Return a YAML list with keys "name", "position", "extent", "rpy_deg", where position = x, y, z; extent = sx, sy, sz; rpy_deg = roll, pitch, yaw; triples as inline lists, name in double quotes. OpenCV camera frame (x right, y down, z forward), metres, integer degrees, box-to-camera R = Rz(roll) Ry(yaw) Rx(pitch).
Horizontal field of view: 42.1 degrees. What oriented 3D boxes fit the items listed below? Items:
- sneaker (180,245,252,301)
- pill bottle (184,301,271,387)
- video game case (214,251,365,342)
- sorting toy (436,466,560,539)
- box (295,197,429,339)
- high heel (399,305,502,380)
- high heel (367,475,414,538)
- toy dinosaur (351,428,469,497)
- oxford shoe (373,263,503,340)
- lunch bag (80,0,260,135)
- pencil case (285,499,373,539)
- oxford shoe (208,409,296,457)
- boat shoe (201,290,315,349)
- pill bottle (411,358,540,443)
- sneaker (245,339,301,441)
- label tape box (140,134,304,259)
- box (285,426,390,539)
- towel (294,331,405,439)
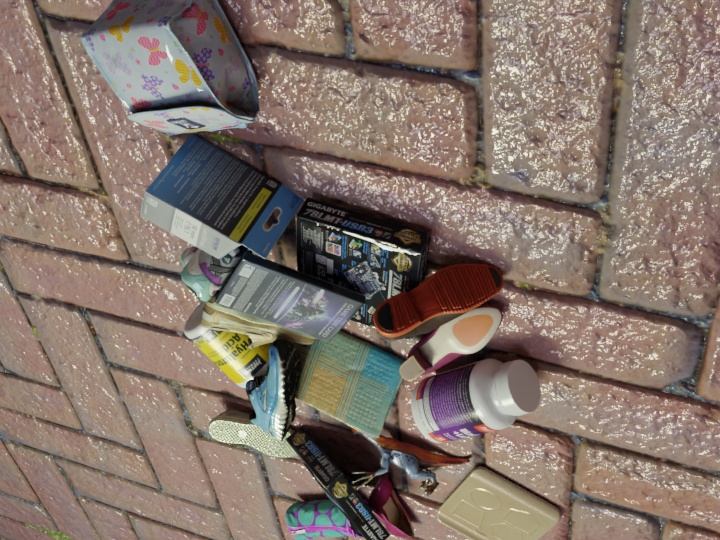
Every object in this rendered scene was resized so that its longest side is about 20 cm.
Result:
- name: "sneaker"
  position: [-0.218, -0.031, 1.511]
  extent: [0.140, 0.200, 0.078]
  rpy_deg: [-43, 110, 2]
- name: "pill bottle"
  position: [-0.207, 0.135, 1.655]
  extent: [0.111, 0.112, 0.200]
  rpy_deg: [-23, 119, 43]
- name: "video game case"
  position: [-0.110, 0.045, 1.439]
  extent: [0.198, 0.019, 0.143]
  rpy_deg: [20, 144, -17]
- name: "sorting toy"
  position: [0.260, 0.460, 1.780]
  extent: [0.184, 0.037, 0.201]
  rpy_deg: [28, 135, 1]
- name: "box"
  position: [0.000, 0.000, 1.431]
  extent: [0.196, 0.050, 0.201]
  rpy_deg: [16, 139, 12]
- name: "high heel"
  position: [0.151, 0.106, 1.472]
  extent: [0.200, 0.096, 0.068]
  rpy_deg: [-43, 84, 28]
- name: "high heel"
  position: [0.068, 0.477, 1.872]
  extent: [0.095, 0.068, 0.201]
  rpy_deg: [26, 146, 19]
- name: "toy dinosaur"
  position: [0.072, 0.334, 1.754]
  extent: [0.199, 0.105, 0.182]
  rpy_deg: [-38, 95, 8]
- name: "oxford shoe"
  position: [0.114, 0.047, 1.372]
  extent: [0.198, 0.072, 0.073]
  rpy_deg: [-20, 158, 0]
- name: "lunch bag"
  position: [-0.245, -0.266, 1.258]
  extent: [0.168, 0.128, 0.201]
  rpy_deg: [2, 139, 31]
- name: "pencil case"
  position: [-0.067, 0.532, 1.995]
  extent: [0.198, 0.092, 0.086]
  rpy_deg: [-17, 106, 38]
- name: "oxford shoe"
  position: [-0.208, 0.326, 1.899]
  extent: [0.197, 0.058, 0.076]
  rpy_deg: [14, 108, -2]
- name: "boat shoe"
  position: [-0.170, 0.096, 1.571]
  extent: [0.198, 0.072, 0.077]
  rpy_deg: [19, 99, -8]
- name: "pill bottle"
  position: [0.185, 0.205, 1.496]
  extent: [0.199, 0.112, 0.112]
  rpy_deg: [-24, 118, 44]
- name: "sneaker"
  position: [-0.156, 0.200, 1.579]
  extent: [0.089, 0.079, 0.202]
  rpy_deg: [17, 123, 11]
- name: "label tape box"
  position: [-0.203, -0.096, 1.390]
  extent: [0.198, 0.144, 0.066]
  rpy_deg: [30, 140, -1]
- name: "box"
  position: [-0.046, 0.423, 1.830]
  extent: [0.199, 0.050, 0.200]
  rpy_deg: [57, 167, -31]
- name: "towel"
  position: [-0.031, 0.183, 1.612]
  extent: [0.198, 0.022, 0.148]
  rpy_deg: [25, 100, 8]
